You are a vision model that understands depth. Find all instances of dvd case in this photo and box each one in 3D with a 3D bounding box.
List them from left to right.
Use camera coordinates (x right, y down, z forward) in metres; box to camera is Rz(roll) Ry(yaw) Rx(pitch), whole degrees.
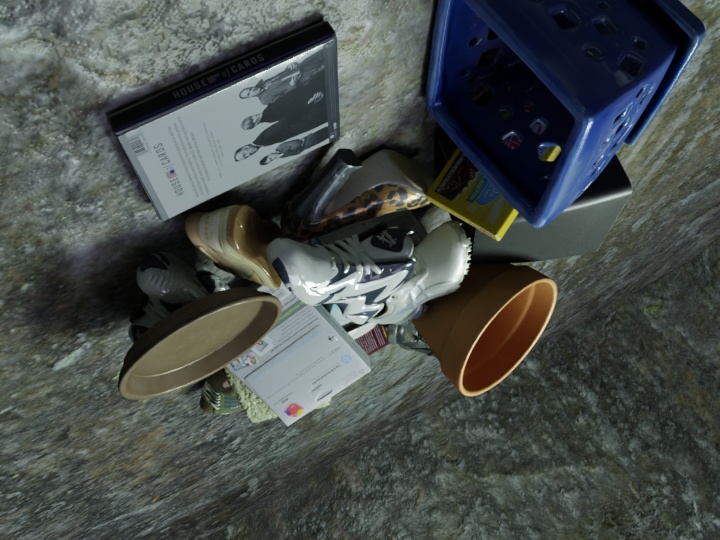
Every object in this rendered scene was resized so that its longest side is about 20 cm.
[{"bbox_3d":[-0.110,-0.129,0.633,0.200,0.025,0.150,-27,160,-12],"label":"dvd case"}]

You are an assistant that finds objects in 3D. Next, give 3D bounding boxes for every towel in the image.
[{"bbox_3d":[-0.130,0.140,1.033,0.148,0.037,0.200,-14,122,3],"label":"towel"}]

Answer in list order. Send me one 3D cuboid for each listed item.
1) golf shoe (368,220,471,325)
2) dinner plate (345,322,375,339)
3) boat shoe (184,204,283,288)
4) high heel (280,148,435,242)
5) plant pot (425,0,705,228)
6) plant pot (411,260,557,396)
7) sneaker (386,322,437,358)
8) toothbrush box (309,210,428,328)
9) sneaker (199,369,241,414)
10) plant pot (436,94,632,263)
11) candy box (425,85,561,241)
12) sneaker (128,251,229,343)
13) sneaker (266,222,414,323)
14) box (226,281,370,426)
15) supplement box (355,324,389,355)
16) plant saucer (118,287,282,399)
[{"bbox_3d":[0.064,0.013,0.906,0.097,0.078,0.200,-7,147,-38],"label":"golf shoe"},{"bbox_3d":[-0.040,0.099,1.139,0.200,0.024,0.200,-20,-173,3],"label":"dinner plate"},{"bbox_3d":[-0.134,-0.028,0.792,0.064,0.071,0.200,2,164,11],"label":"boat shoe"},{"bbox_3d":[0.001,-0.078,0.849,0.200,0.072,0.143,5,140,-45],"label":"high heel"},{"bbox_3d":[0.196,-0.197,0.686,0.180,0.200,0.200,-33,160,-14],"label":"plant pot"},{"bbox_3d":[0.163,0.057,1.001,0.200,0.140,0.200,-31,144,-26],"label":"plant pot"},{"bbox_3d":[0.108,0.101,1.169,0.114,0.076,0.199,8,166,19],"label":"sneaker"},{"bbox_3d":[0.000,0.000,1.009,0.146,0.085,0.200,-23,159,-23],"label":"toothbrush box"},{"bbox_3d":[-0.231,0.207,1.173,0.090,0.067,0.200,-37,163,-3],"label":"sneaker"},{"bbox_3d":[0.202,-0.115,0.902,0.177,0.200,0.200,-20,160,-1],"label":"plant pot"},{"bbox_3d":[0.172,-0.142,0.805,0.200,0.102,0.026,-56,157,-1],"label":"candy box"},{"bbox_3d":[-0.227,0.055,0.808,0.130,0.080,0.199,-42,170,2],"label":"sneaker"},{"bbox_3d":[-0.007,-0.017,0.790,0.130,0.080,0.199,-42,139,13],"label":"sneaker"},{"bbox_3d":[-0.106,0.106,0.971,0.156,0.200,0.041,-36,-158,13],"label":"box"},{"bbox_3d":[-0.043,0.138,1.223,0.200,0.061,0.109,-26,-176,-35],"label":"supplement box"},{"bbox_3d":[-0.181,0.080,0.787,0.200,0.029,0.200,-31,163,-11],"label":"plant saucer"}]
